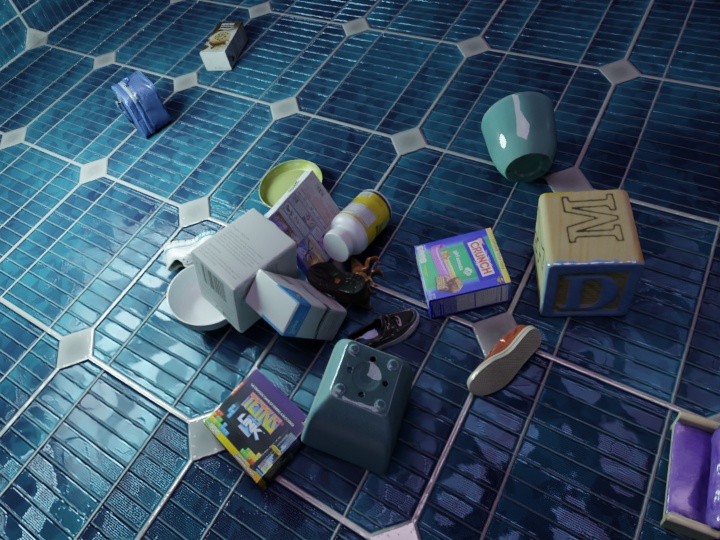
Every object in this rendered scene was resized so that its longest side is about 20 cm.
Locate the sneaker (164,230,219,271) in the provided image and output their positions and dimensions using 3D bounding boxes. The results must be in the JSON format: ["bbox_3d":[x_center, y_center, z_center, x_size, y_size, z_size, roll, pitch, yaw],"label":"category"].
[{"bbox_3d":[-0.448,-0.043,1.558,0.194,0.075,0.089,-17,58,10],"label":"sneaker"}]

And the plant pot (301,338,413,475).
[{"bbox_3d":[0.004,0.249,1.113,0.190,0.202,0.200,19,57,5],"label":"plant pot"}]

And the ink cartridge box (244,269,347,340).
[{"bbox_3d":[-0.144,0.083,1.297,0.144,0.198,0.085,34,99,31],"label":"ink cartridge box"}]

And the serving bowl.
[{"bbox_3d":[-0.387,0.075,1.437,0.192,0.067,0.205,2,49,-3],"label":"serving bowl"}]

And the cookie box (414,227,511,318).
[{"bbox_3d":[0.241,0.005,1.352,0.193,0.076,0.175,-13,51,2],"label":"cookie box"}]

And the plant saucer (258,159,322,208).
[{"bbox_3d":[-0.203,-0.246,1.671,0.193,0.031,0.205,-7,53,9],"label":"plant saucer"}]

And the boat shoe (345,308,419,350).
[{"bbox_3d":[0.048,0.135,1.303,0.195,0.067,0.071,-25,52,-6],"label":"boat shoe"}]

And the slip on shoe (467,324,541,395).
[{"bbox_3d":[0.302,0.191,1.212,0.199,0.075,0.061,-41,20,-11],"label":"slip on shoe"}]

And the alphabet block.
[{"bbox_3d":[0.492,-0.035,1.252,0.189,0.198,0.205,0,54,10],"label":"alphabet block"}]

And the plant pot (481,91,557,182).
[{"bbox_3d":[0.429,-0.336,1.499,0.193,0.202,0.166,-7,64,7],"label":"plant pot"}]

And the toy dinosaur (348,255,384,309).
[{"bbox_3d":[0.000,0.000,1.421,0.103,0.061,0.203,-21,51,-2],"label":"toy dinosaur"}]

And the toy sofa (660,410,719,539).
[{"bbox_3d":[0.590,0.355,0.994,0.080,0.099,0.204,13,58,21],"label":"toy sofa"}]

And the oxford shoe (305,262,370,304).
[{"bbox_3d":[-0.057,0.040,1.373,0.197,0.085,0.073,24,65,39],"label":"oxford shoe"}]

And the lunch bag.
[{"bbox_3d":[-0.755,-0.566,1.931,0.132,0.202,0.135,-40,60,-16],"label":"lunch bag"}]

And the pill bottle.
[{"bbox_3d":[-0.009,-0.113,1.449,0.109,0.115,0.200,20,46,25],"label":"pill bottle"}]

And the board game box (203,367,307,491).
[{"bbox_3d":[-0.217,0.336,1.219,0.198,0.057,0.165,33,67,31],"label":"board game box"}]

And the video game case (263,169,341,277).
[{"bbox_3d":[-0.132,-0.118,1.456,0.045,0.202,0.182,1,45,51],"label":"video game case"}]

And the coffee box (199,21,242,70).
[{"bbox_3d":[-0.523,-0.866,2.180,0.109,0.081,0.205,3,54,16],"label":"coffee box"}]

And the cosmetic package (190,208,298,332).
[{"bbox_3d":[-0.271,-0.002,1.359,0.163,0.168,0.199,37,56,24],"label":"cosmetic package"}]
